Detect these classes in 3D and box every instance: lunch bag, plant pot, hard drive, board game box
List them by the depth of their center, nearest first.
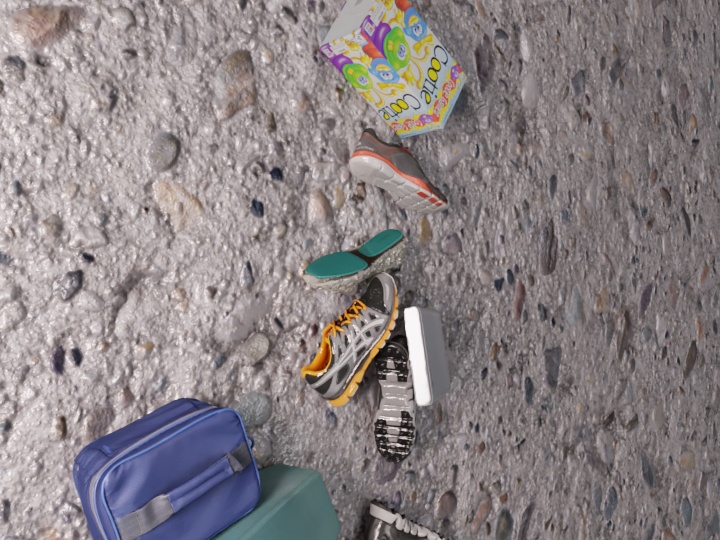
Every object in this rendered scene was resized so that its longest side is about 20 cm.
[{"bbox_3d":[-0.207,0.237,0.762,0.198,0.131,0.139,-26,105,-37],"label":"lunch bag"},{"bbox_3d":[-0.125,0.343,0.830,0.199,0.139,0.145,-33,110,-43],"label":"plant pot"},{"bbox_3d":[0.052,-0.312,1.010,0.199,0.104,0.105,40,66,-31],"label":"board game box"},{"bbox_3d":[0.104,0.126,1.014,0.200,0.026,0.136,17,64,-74],"label":"hard drive"}]

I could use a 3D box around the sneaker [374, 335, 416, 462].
[{"bbox_3d":[0.060,0.190,1.022,0.090,0.065,0.205,-44,134,-64],"label":"sneaker"}]

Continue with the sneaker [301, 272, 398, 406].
[{"bbox_3d":[-0.013,0.091,0.951,0.076,0.078,0.203,29,85,-24],"label":"sneaker"}]

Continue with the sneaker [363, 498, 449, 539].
[{"bbox_3d":[0.073,0.435,1.043,0.199,0.066,0.092,38,69,-29],"label":"sneaker"}]

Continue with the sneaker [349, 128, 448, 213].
[{"bbox_3d":[0.072,-0.157,1.046,0.198,0.076,0.084,28,65,-37],"label":"sneaker"}]

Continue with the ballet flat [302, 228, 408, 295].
[{"bbox_3d":[0.000,0.000,0.989,0.198,0.071,0.074,-25,105,-37],"label":"ballet flat"}]
